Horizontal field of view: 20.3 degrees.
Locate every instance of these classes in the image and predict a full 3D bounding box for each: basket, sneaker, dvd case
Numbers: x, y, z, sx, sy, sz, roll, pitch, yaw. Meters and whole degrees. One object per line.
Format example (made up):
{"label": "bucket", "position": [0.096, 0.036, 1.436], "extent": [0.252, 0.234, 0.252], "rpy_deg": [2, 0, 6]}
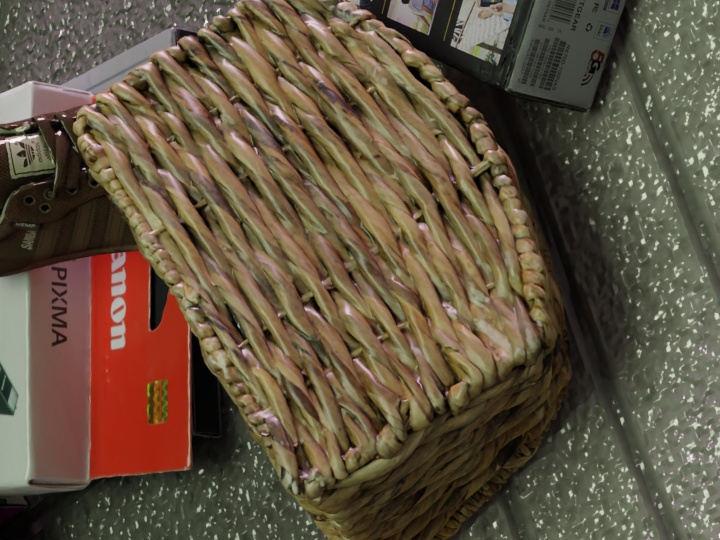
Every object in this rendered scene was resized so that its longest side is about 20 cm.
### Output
{"label": "basket", "position": [0.000, 0.000, 0.815], "extent": [0.142, 0.149, 0.201], "rpy_deg": [-33, 65, -2]}
{"label": "sneaker", "position": [-0.129, -0.042, 0.922], "extent": [0.199, 0.075, 0.071], "rpy_deg": [-21, 73, 21]}
{"label": "dvd case", "position": [-0.126, -0.004, 1.013], "extent": [0.150, 0.025, 0.202], "rpy_deg": [-18, 70, 47]}

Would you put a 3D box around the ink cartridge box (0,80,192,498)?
{"label": "ink cartridge box", "position": [-0.149, 0.007, 0.988], "extent": [0.173, 0.043, 0.202], "rpy_deg": [-13, 75, 49]}

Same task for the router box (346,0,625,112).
{"label": "router box", "position": [0.061, -0.182, 0.805], "extent": [0.149, 0.051, 0.202], "rpy_deg": [31, 108, 48]}

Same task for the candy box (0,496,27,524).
{"label": "candy box", "position": [-0.257, 0.059, 1.125], "extent": [0.136, 0.061, 0.202], "rpy_deg": [-31, 61, 41]}
